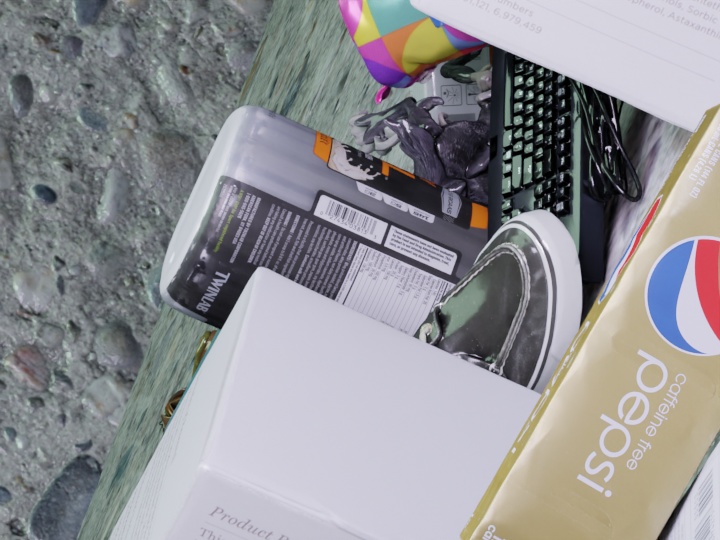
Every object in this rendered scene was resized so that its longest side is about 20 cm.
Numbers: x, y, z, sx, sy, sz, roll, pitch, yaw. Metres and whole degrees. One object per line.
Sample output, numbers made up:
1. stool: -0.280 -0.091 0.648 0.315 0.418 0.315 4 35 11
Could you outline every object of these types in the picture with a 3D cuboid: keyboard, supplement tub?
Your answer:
1. keyboard: 0.098 -0.083 1.480 0.104 0.040 0.201 -21 57 39
2. supplement tub: 0.000 0.000 1.544 0.123 0.200 0.123 -156 90 -81

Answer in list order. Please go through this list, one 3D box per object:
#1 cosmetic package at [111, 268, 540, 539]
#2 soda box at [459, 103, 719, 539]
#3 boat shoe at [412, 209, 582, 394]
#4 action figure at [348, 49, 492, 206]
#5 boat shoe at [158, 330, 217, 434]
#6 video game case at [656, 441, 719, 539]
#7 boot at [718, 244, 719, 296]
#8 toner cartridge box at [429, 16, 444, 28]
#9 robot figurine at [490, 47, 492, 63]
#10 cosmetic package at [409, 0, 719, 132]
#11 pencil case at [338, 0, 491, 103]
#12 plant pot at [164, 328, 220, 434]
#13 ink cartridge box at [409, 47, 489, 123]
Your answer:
1. cosmetic package: -0.027 0.147 1.370 0.200 0.167 0.167 -60 10 32
2. soda box: 0.114 0.037 1.088 0.200 0.064 0.068 -61 -1 0
3. boat shoe: 0.053 0.056 1.447 0.071 0.064 0.200 49 131 35
4. action figure: 0.063 -0.078 1.686 0.102 0.119 0.200 -37 19 49
5. boat shoe: -0.151 0.136 2.587 0.072 0.068 0.200 -86 20 -63
6. video game case: 0.102 0.180 1.015 0.200 0.023 0.182 -80 17 -57
7. boot: 0.177 -0.035 0.955 0.097 0.075 0.200 118 173 -45
8. toner cartridge box: 0.105 -0.218 1.497 0.200 0.095 0.043 -27 33 11
9. robot figurine: 0.127 -0.238 1.894 0.145 0.058 0.200 169 124 -78
10. cosmetic package: 0.137 -0.207 1.372 0.167 0.166 0.200 -85 20 -65
11. pencil case: 0.084 -0.169 1.597 0.200 0.089 0.088 -21 27 18
12. plant pot: -0.030 0.135 1.597 0.200 0.141 0.142 -88 22 -51
13. ink cartridge box: 0.058 -0.122 1.860 0.200 0.047 0.161 -111 17 -87
